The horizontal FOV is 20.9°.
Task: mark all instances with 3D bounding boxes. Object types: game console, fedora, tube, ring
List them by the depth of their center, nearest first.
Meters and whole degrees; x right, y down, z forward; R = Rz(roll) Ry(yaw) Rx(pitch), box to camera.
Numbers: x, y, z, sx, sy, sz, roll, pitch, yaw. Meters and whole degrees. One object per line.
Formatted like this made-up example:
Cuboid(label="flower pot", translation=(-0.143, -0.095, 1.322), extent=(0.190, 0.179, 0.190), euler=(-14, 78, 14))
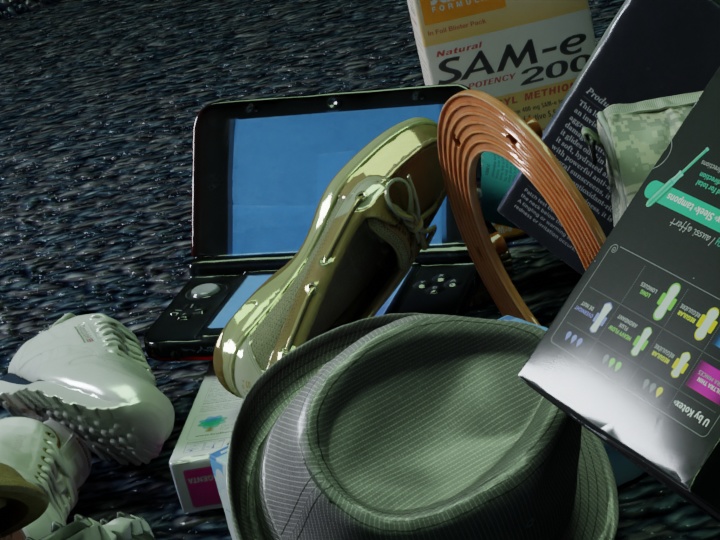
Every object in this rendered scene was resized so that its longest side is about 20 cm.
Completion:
Cuboid(label="fedora", translation=(0.036, 0.079, 0.893), extent=(0.199, 0.178, 0.091), euler=(-18, -27, -24))
Cuboid(label="ring", translation=(0.101, -0.009, 1.068), extent=(0.019, 0.202, 0.200), euler=(-27, 21, -14))
Cuboid(label="game console", translation=(-0.030, -0.031, 1.228), extent=(0.198, 0.120, 0.172), euler=(-3, 21, 17))
Cuboid(label="tube", translation=(0.120, -0.047, 1.321), extent=(0.198, 0.051, 0.078), euler=(17, 23, -6))

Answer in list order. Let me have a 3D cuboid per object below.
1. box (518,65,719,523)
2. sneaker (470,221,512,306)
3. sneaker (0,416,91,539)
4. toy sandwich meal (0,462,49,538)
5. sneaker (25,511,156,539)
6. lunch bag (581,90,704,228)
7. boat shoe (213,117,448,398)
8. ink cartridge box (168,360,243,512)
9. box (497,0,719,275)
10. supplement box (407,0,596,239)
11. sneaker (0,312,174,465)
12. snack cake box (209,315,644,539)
Cuboid(label="box", translation=(0.196, 0.016, 0.842), extent=(0.201, 0.148, 0.124), euler=(-57, 37, -1))
Cuboid(label="sneaker", translation=(0.001, -0.009, 1.353), extent=(0.198, 0.071, 0.109), euler=(-6, 23, 0))
Cuboid(label="sneaker", translation=(-0.186, 0.117, 1.108), extent=(0.084, 0.073, 0.200), euler=(-23, 19, -19))
Cuboid(label="toy sandwich meal", translation=(-0.236, 0.146, 0.919), extent=(0.203, 0.071, 0.205), euler=(-12, -15, -3))
Cuboid(label="sneaker", translation=(-0.119, 0.166, 0.926), extent=(0.066, 0.091, 0.200), euler=(-32, -7, -2))
Cuboid(label="lunch bag", translation=(0.233, -0.028, 1.083), extent=(0.198, 0.169, 0.139), euler=(-11, 18, 7))
Cuboid(label="boat shoe", translation=(-0.002, -0.001, 1.131), extent=(0.063, 0.073, 0.201), euler=(26, 68, 43))
Cuboid(label="ink cartridge box", translation=(-0.038, 0.078, 1.174), extent=(0.118, 0.042, 0.200), euler=(-9, 21, 8))
Cuboid(label="box", translation=(0.211, -0.111, 1.247), extent=(0.123, 0.199, 0.200), euler=(37, 31, 9))
Cuboid(label="supplement box", translation=(0.113, -0.132, 1.430), extent=(0.125, 0.201, 0.074), euler=(-14, 18, 1))
Cuboid(label="sneaker", translation=(-0.162, 0.064, 1.186), extent=(0.081, 0.076, 0.199), euler=(-52, 27, -18))
Cuboid(label="snack cake box", translation=(0.038, 0.098, 1.012), extent=(0.199, 0.068, 0.115), euler=(-23, 19, -26))
